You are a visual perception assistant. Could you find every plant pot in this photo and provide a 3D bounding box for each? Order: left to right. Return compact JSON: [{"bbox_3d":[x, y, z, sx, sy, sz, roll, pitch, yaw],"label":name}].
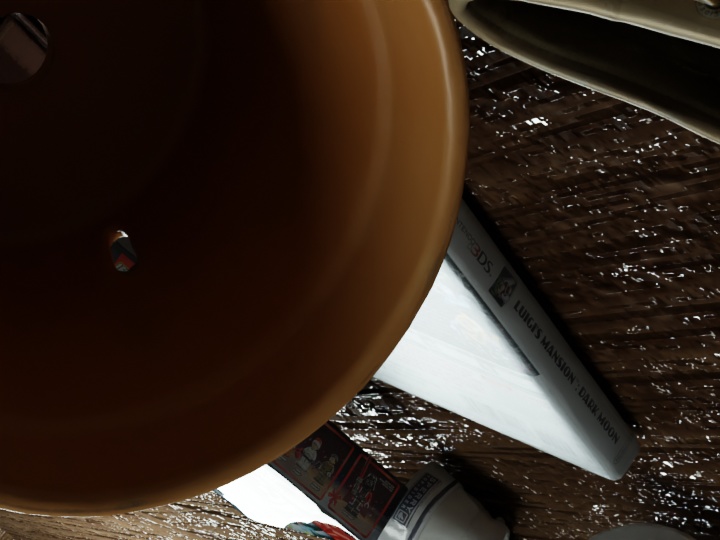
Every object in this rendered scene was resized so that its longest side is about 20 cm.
[{"bbox_3d":[-0.087,-0.048,0.626,0.200,0.200,0.140,45,177,-31],"label":"plant pot"}]

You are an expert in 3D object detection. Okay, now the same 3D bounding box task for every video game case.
[{"bbox_3d":[0.000,0.000,0.861,0.199,0.023,0.182,22,159,43],"label":"video game case"}]

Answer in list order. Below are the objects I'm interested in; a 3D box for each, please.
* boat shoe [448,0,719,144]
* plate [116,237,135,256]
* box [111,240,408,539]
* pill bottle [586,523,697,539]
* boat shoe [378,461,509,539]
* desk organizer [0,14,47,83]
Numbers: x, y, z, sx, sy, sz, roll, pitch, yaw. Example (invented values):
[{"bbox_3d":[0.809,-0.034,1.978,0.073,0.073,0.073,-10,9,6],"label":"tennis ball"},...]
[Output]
[{"bbox_3d":[0.113,-0.031,0.454,0.199,0.065,0.071,29,163,18],"label":"boat shoe"},{"bbox_3d":[-0.145,-0.016,1.095,0.200,0.032,0.200,46,161,-32],"label":"plate"},{"bbox_3d":[-0.085,0.060,1.063,0.200,0.040,0.137,42,161,-23],"label":"box"},{"bbox_3d":[0.144,0.190,0.942,0.111,0.111,0.200,25,161,34],"label":"pill bottle"},{"bbox_3d":[0.052,0.163,1.142,0.066,0.072,0.200,33,157,17],"label":"boat shoe"},{"bbox_3d":[-0.199,-0.071,0.963,0.072,0.077,0.200,46,161,-33],"label":"desk organizer"}]
